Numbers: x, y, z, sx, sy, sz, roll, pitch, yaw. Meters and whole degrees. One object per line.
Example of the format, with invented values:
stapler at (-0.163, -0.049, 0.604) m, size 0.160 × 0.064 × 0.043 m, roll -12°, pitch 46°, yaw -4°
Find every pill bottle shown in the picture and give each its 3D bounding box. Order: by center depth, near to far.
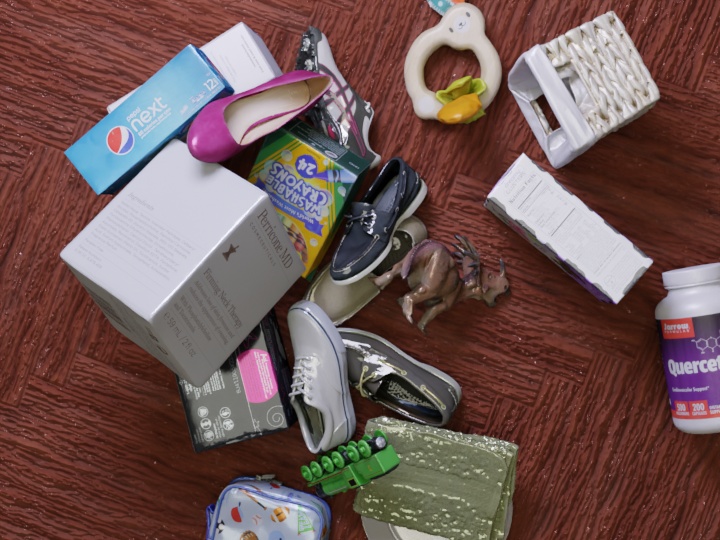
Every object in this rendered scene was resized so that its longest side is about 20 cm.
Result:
pill bottle at (0.429, 0.095, 1.581) m, size 0.112 × 0.112 × 0.201 m, roll -10°, pitch 90°, yaw 6°

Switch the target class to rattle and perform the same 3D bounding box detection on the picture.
rattle at (0.110, -0.286, 1.592) m, size 0.130 × 0.143 × 0.201 m, roll 10°, pitch 99°, yaw 23°

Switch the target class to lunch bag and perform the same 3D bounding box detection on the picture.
lunch bag at (-0.130, 0.367, 1.660) m, size 0.160 × 0.076 × 0.200 m, roll 14°, pitch 95°, yaw 7°

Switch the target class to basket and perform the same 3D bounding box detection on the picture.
basket at (0.269, -0.217, 1.547) m, size 0.123 × 0.200 × 0.136 m, roll -29°, pitch 89°, yaw 1°

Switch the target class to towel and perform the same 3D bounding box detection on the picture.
towel at (0.096, 0.267, 1.622) m, size 0.199 × 0.036 × 0.149 m, roll 11°, pitch 105°, yaw 5°

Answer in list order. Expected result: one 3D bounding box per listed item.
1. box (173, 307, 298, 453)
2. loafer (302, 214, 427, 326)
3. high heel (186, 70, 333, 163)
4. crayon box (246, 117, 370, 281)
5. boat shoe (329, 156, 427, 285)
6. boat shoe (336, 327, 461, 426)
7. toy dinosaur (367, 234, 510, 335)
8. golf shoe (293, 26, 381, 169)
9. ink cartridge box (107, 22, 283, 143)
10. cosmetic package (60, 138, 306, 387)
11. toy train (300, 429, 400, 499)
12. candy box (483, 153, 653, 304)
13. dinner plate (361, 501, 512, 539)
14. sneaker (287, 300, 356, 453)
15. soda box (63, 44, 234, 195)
box at (-0.167, 0.116, 1.638) m, size 0.132 × 0.115 × 0.200 m, roll -15°, pitch 89°, yaw 7°
loafer at (0.000, 0.000, 1.641) m, size 0.200 × 0.068 × 0.076 m, roll -44°, pitch 87°, yaw 5°
high heel at (-0.115, -0.181, 1.479) m, size 0.096 × 0.200 × 0.067 m, roll -14°, pitch 101°, yaw 39°
crayon box at (-0.086, -0.082, 1.608) m, size 0.126 × 0.052 × 0.200 m, roll 33°, pitch 124°, yaw 7°
boat shoe at (0.013, -0.067, 1.588) m, size 0.199 × 0.074 × 0.066 m, roll -50°, pitch 128°, yaw -29°
boat shoe at (0.031, 0.137, 1.636) m, size 0.201 × 0.060 × 0.072 m, roll 25°, pitch 124°, yaw 4°
toy dinosaur at (0.097, 0.001, 1.594) m, size 0.136 × 0.200 × 0.086 m, roll -45°, pitch 57°, yaw 3°
golf shoe at (-0.034, -0.216, 1.648) m, size 0.088 × 0.077 × 0.201 m, roll -9°, pitch 87°, yaw -22°
ink cartridge box at (-0.201, -0.220, 1.615) m, size 0.200 × 0.146 × 0.086 m, roll -33°, pitch 90°, yaw 6°
cosmetic package at (-0.205, -0.009, 1.502) m, size 0.166 × 0.167 × 0.200 m, roll 31°, pitch 71°, yaw 31°
toy train at (-0.014, 0.247, 1.603) m, size 0.042 × 0.200 × 0.056 m, roll -28°, pitch 86°, yaw -34°
candy box at (0.249, -0.049, 1.566) m, size 0.200 × 0.168 × 0.072 m, roll 40°, pitch 93°, yaw 4°
dinner plate at (0.098, 0.310, 1.663) m, size 0.200 × 0.024 × 0.201 m, roll 0°, pitch 93°, yaw 6°
sneaker at (-0.057, 0.138, 1.608) m, size 0.073 × 0.071 × 0.200 m, roll -3°, pitch 110°, yaw 39°
soda box at (-0.249, -0.177, 1.516) m, size 0.200 × 0.064 × 0.068 m, roll -39°, pitch 89°, yaw 6°
